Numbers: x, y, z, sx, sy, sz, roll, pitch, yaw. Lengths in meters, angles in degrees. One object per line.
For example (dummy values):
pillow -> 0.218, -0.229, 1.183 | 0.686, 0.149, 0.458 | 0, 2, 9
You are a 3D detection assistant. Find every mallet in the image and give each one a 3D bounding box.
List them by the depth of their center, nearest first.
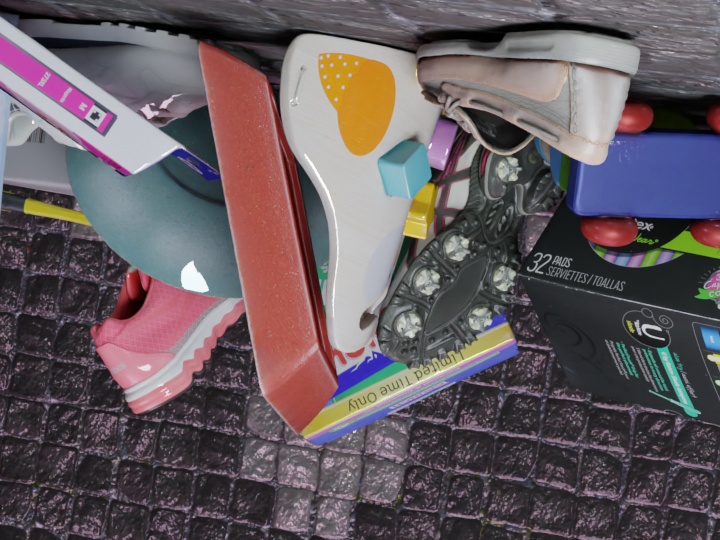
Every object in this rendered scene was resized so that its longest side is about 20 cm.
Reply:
mallet -> -0.236, -0.046, 1.269 | 0.198, 0.042, 0.066 | 13, -176, 14

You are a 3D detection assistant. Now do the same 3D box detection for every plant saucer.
plant saucer -> -0.049, -0.015, 1.007 | 0.036, 0.202, 0.200 | -12, 168, 2
plant saucer -> -0.097, -0.075, 1.153 | 0.199, 0.203, 0.039 | 8, 144, -18

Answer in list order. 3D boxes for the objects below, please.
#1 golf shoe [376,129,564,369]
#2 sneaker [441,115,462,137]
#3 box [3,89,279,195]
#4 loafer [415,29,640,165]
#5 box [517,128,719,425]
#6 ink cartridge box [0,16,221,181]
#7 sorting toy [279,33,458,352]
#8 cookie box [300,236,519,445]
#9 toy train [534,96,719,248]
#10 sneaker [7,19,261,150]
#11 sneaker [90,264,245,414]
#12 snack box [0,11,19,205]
golf shoe -> 0.069, -0.027, 1.148 | 0.077, 0.201, 0.088 | 35, 176, -31
sneaker -> 0.079, -0.085, 1.292 | 0.075, 0.077, 0.200 | 6, -178, -12
box -> -0.182, -0.107, 1.318 | 0.151, 0.107, 0.199 | 7, 180, 37
loafer -> 0.076, -0.087, 0.890 | 0.071, 0.064, 0.200 | 7, -179, -21
box -> 0.232, 0.006, 1.099 | 0.199, 0.149, 0.125 | 12, 146, 38
ink cartridge box -> -0.171, -0.099, 0.999 | 0.199, 0.037, 0.095 | 33, 176, -11
sorting toy -> 0.004, -0.041, 1.070 | 0.106, 0.182, 0.200 | 8, -179, 4
cookie box -> 0.000, 0.000, 1.240 | 0.170, 0.201, 0.075 | -25, 169, 5
toy train -> 0.210, -0.070, 1.046 | 0.198, 0.085, 0.116 | 1, -162, -13
sneaker -> -0.150, -0.115, 1.093 | 0.198, 0.081, 0.076 | 5, 177, 30
sneaker -> -0.131, 0.013, 1.288 | 0.073, 0.201, 0.087 | -23, 114, 43
snack box -> -0.323, -0.094, 1.122 | 0.198, 0.170, 0.067 | 7, -177, 31
